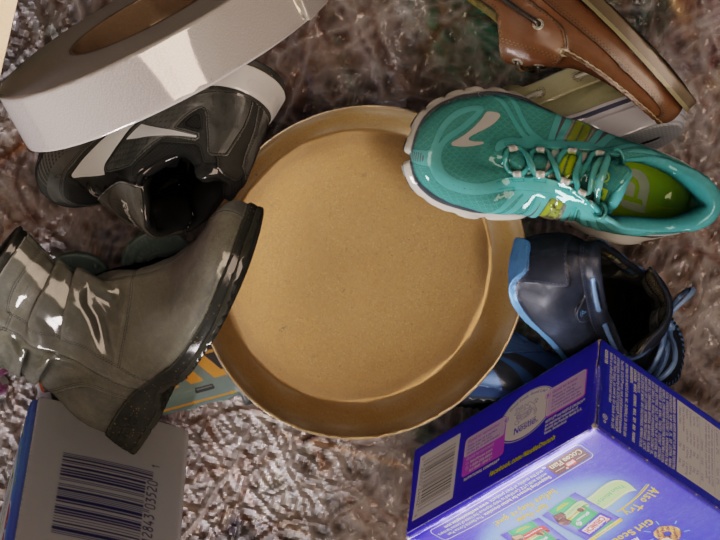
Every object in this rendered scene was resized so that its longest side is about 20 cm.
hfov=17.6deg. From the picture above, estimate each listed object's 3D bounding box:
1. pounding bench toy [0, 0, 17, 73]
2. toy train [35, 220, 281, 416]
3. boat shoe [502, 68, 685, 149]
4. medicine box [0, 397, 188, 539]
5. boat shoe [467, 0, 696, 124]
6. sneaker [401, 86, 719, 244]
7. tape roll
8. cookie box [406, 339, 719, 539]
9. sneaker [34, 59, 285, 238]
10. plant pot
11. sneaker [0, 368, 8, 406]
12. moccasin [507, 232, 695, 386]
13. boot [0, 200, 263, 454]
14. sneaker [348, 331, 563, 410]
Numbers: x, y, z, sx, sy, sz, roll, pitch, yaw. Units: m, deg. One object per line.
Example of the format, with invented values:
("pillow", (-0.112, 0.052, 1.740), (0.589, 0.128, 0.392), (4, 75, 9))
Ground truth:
("pounding bench toy", (-0.299, -0.141, 1.313), (0.199, 0.156, 0.125), (14, 104, -10))
("toy train", (-0.113, 0.037, 1.427), (0.199, 0.085, 0.115), (-16, 116, -2))
("boat shoe", (0.099, -0.082, 1.432), (0.199, 0.072, 0.062), (-17, 70, 0))
("medicine box", (-0.176, 0.214, 1.387), (0.102, 0.183, 0.201), (13, 122, -10))
("boat shoe", (0.110, -0.148, 1.388), (0.200, 0.072, 0.068), (44, 96, 12))
("sneaker", (0.119, -0.060, 1.341), (0.199, 0.080, 0.078), (9, 92, -24))
("tape roll", (-0.109, -0.132, 1.315), (0.202, 0.203, 0.037), (-28, 107, 2))
("cookie box", (0.157, 0.151, 1.434), (0.200, 0.076, 0.171), (34, 133, -25))
("sneaker", (-0.128, -0.057, 1.345), (0.066, 0.199, 0.091), (34, 55, -35))
("plant pot", (0.000, 0.000, 1.376), (0.199, 0.027, 0.202), (-3, 103, -13))
("sneaker", (-0.287, 0.107, 1.430), (0.088, 0.080, 0.201), (31, 96, 7))
("moccasin", (0.158, 0.033, 1.408), (0.068, 0.200, 0.081), (-6, 72, 30))
("boot", (-0.146, 0.014, 1.309), (0.130, 0.068, 0.200), (30, 129, -7))
("sneaker", (0.074, 0.049, 1.459), (0.199, 0.066, 0.079), (8, 78, -17))
